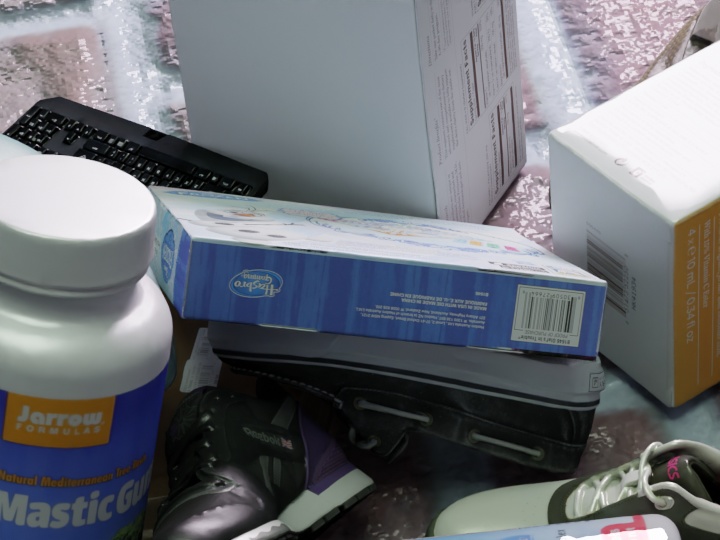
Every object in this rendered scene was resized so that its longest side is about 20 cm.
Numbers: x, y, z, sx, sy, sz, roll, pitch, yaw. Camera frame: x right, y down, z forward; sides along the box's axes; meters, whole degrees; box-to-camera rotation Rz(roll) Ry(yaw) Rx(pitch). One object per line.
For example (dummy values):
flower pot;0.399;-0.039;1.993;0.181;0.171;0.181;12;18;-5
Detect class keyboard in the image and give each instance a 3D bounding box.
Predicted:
keyboard;-0.147;-0.048;1.588;0.200;0.040;0.104;19;61;44

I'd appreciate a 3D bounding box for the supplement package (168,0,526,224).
supplement package;-0.007;-0.122;1.570;0.155;0.201;0.111;15;44;24

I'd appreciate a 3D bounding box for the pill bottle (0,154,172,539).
pill bottle;-0.143;0.056;1.307;0.111;0.201;0.112;8;28;-4

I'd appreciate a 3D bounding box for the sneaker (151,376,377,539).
sneaker;-0.070;0.101;1.348;0.088;0.076;0.200;53;19;6

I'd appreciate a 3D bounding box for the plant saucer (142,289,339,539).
plant saucer;-0.110;0.067;1.496;0.199;0.030;0.201;-3;40;3

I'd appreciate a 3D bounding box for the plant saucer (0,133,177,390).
plant saucer;-0.163;-0.017;1.422;0.200;0.201;0.039;21;63;28

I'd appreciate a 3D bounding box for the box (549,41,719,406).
box;0.204;-0.042;1.501;0.199;0.125;0.097;-29;46;-24

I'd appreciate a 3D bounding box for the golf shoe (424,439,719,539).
golf shoe;0.127;0.113;1.371;0.199;0.088;0.077;-1;42;8

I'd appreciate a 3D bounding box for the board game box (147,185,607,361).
board game box;0.000;0.000;1.438;0.199;0.044;0.199;7;8;-10

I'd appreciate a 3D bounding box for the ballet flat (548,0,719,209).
ballet flat;0.165;-0.081;1.629;0.067;0.046;0.200;38;57;1

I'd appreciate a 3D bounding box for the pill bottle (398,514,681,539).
pill bottle;0.046;0.170;1.295;0.199;0.109;0.109;-6;40;0

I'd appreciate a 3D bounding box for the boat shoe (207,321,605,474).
boat shoe;0.019;0.061;1.443;0.199;0.071;0.072;10;7;9
